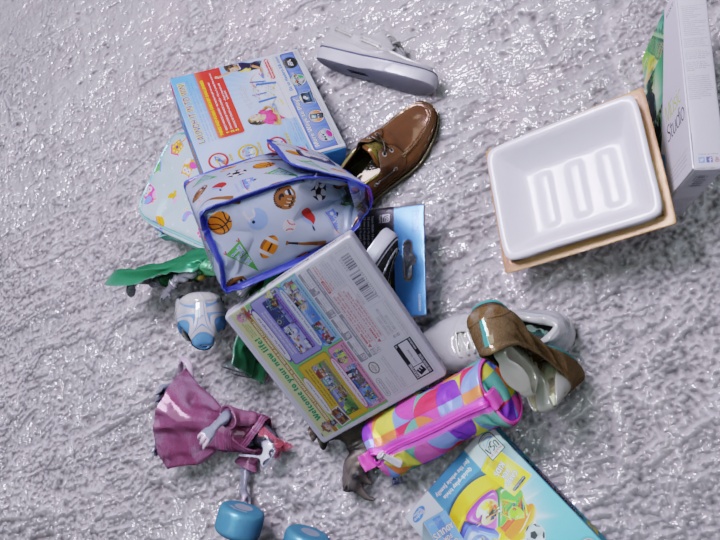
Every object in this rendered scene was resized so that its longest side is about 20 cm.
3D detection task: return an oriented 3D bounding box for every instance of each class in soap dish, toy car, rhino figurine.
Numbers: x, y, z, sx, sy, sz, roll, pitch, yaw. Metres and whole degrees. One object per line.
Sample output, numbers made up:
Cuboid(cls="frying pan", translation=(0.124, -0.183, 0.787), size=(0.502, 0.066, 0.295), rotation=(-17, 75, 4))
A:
Cuboid(cls="soap dish", translation=(0.251, -0.095, 0.832), size=(0.197, 0.081, 0.161), rotation=(-18, 70, 33))
Cuboid(cls="toy car", translation=(-0.141, 0.393, 0.823), size=(0.173, 0.200, 0.189), rotation=(16, 86, 10))
Cuboid(cls="rhino figurine", translation=(-0.021, 0.193, 0.911), size=(0.086, 0.060, 0.203), rotation=(-25, 72, 6))

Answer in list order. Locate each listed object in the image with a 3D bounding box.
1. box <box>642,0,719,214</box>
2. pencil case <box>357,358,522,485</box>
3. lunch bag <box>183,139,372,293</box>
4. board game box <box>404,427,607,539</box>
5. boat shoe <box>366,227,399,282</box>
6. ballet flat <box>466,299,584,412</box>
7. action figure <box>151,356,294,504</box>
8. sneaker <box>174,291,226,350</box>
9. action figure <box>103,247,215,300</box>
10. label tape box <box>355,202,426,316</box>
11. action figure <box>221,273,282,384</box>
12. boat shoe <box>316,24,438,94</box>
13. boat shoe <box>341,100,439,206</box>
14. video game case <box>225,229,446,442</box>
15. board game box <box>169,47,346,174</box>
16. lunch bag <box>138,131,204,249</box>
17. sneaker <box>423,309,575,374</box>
Cuboid(cls="box", translation=(0.350, -0.180, 0.791), size=(0.035, 0.145, 0.205), rotation=(0, 76, 8))
Cuboid(cls="pencil case", translation=(0.089, 0.174, 0.828), size=(0.199, 0.087, 0.090), rotation=(-36, 65, 31))
Cuboid(cls="lunch bag", translation=(-0.099, -0.081, 0.858), size=(0.196, 0.126, 0.170), rotation=(-20, 25, -12))
Cuboid(cls="board game box", translation=(0.169, 0.300, 0.810), size=(0.152, 0.047, 0.200), rotation=(-49, 64, 6))
Cuboid(cls="boat shoe", translation=(0.012, 0.052, 0.854), size=(0.067, 0.073, 0.203), rotation=(26, 101, 13))
Cuboid(cls="ballet flat", translation=(0.182, 0.106, 0.767), size=(0.067, 0.199, 0.074), rotation=(-26, 44, 29))
Cuboid(cls="action figure", translation=(-0.180, 0.219, 0.973), size=(0.195, 0.136, 0.150), rotation=(5, 36, 11))
Cuboid(cls="sneaker", translation=(-0.214, 0.068, 0.960), size=(0.070, 0.200, 0.074), rotation=(2, 86, -11))
Cuboid(cls="action figure", translation=(-0.255, 0.003, 1.006), size=(0.197, 0.117, 0.056), rotation=(-8, 106, 40))
Cuboid(cls="label tape box", translation=(0.000, 0.000, 0.945), size=(0.195, 0.063, 0.148), rotation=(-5, 76, 21))
Cuboid(cls="action figure", translation=(-0.135, 0.041, 0.974), size=(0.053, 0.118, 0.204), rotation=(11, 72, 10))
Cuboid(cls="boat shoe", translation=(0.028, -0.300, 1.005), size=(0.198, 0.072, 0.067), rotation=(24, 92, 34))
Cuboid(cls="boat shoe", translation=(0.029, -0.150, 0.965), size=(0.072, 0.068, 0.201), rotation=(42, 96, 26))
Cuboid(cls="video game case", translation=(-0.028, 0.082, 0.823), size=(0.180, 0.022, 0.202), rotation=(-31, 107, 17))
Cuboid(cls="board game box", translation=(-0.143, -0.201, 0.999), size=(0.192, 0.056, 0.203), rotation=(-17, 61, -14))
Cuboid(cls="lunch bag", translation=(-0.225, -0.105, 1.060), size=(0.197, 0.077, 0.163), rotation=(22, 88, 26))
Cuboid(cls="sneaker", translation=(0.150, 0.077, 0.854), size=(0.196, 0.080, 0.072), rotation=(-13, 74, 22))
